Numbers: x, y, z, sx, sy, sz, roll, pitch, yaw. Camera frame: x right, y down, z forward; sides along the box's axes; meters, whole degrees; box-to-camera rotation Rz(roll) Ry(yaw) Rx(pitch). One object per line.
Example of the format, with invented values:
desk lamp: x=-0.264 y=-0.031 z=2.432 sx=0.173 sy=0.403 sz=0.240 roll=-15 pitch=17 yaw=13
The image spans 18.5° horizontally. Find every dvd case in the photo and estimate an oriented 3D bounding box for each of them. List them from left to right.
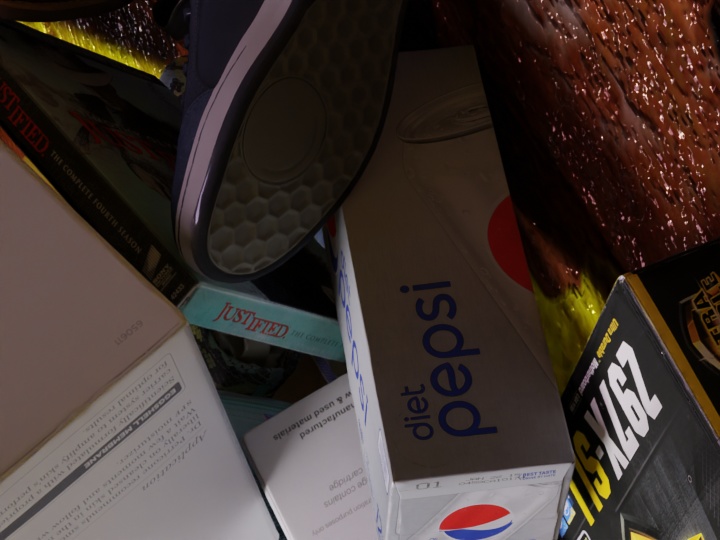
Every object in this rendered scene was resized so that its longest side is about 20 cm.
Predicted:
dvd case: x=-0.081 y=-0.036 z=0.908 sx=0.200 sy=0.022 sz=0.146 roll=45 pitch=-164 yaw=34

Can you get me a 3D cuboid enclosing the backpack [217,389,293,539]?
backpack: x=-0.061 y=0.152 z=1.063 sx=0.176 sy=0.200 sz=0.153 roll=-48 pitch=31 yaw=45

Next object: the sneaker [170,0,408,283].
sneaker: x=-0.055 y=-0.102 z=0.841 sx=0.146 sy=0.077 sz=0.203 roll=17 pitch=85 yaw=42

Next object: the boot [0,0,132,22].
boot: x=-0.111 y=-0.162 z=0.956 sx=0.074 sy=0.200 sz=0.076 roll=27 pitch=124 yaw=19

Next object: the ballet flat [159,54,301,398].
ballet flat: x=-0.062 y=-0.025 z=1.125 sx=0.074 sy=0.074 sz=0.200 roll=125 pitch=137 yaw=-69

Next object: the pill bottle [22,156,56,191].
pill bottle: x=-0.150 y=0.018 z=1.053 sx=0.112 sy=0.200 sz=0.112 roll=42 pitch=-175 yaw=-4

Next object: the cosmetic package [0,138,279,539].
cosmetic package: x=-0.152 y=0.042 z=0.863 sx=0.199 sy=0.123 sz=0.200 roll=42 pitch=163 yaw=26

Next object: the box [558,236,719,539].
box: x=0.126 y=0.103 z=0.776 sx=0.200 sy=0.049 sz=0.160 roll=105 pitch=142 yaw=-62

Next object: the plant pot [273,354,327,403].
plant pot: x=-0.098 y=0.062 z=1.208 sx=0.134 sy=0.200 sz=0.201 roll=4 pitch=120 yaw=32

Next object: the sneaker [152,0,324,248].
sneaker: x=-0.042 y=-0.090 z=0.950 sx=0.075 sy=0.084 sz=0.200 roll=1 pitch=105 yaw=63

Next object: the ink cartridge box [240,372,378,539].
ink cartridge box: x=0.047 y=0.146 z=0.911 sx=0.200 sy=0.086 sz=0.146 roll=61 pitch=-172 yaw=21

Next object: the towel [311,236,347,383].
towel: x=0.000 y=0.000 z=1.071 sx=0.200 sy=0.024 sz=0.147 roll=89 pitch=156 yaw=-43

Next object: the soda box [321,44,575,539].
soda box: x=0.027 y=0.009 z=0.835 sx=0.063 sy=0.068 sz=0.200 roll=94 pitch=169 yaw=-53
